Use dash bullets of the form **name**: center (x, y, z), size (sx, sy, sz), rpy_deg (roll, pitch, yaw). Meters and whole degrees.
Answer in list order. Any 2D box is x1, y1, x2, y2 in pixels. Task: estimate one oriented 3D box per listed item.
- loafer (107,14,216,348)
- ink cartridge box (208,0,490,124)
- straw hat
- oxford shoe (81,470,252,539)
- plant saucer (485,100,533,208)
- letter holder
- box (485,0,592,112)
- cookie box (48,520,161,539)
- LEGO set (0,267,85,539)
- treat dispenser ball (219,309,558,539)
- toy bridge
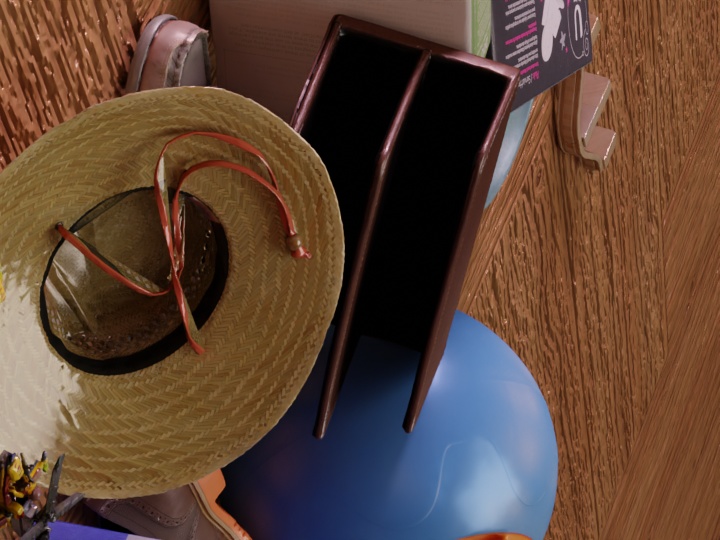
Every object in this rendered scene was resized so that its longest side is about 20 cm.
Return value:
- **loafer**: center (-0.085, -0.028, 1.196), size (0.072, 0.062, 0.201), rpy_deg (-39, 139, -60)
- **ink cartridge box**: center (-0.006, -0.117, 1.235), size (0.048, 0.144, 0.201), rpy_deg (-65, 160, -45)
- **straw hat**: center (-0.109, -0.002, 1.096), size (0.085, 0.200, 0.203), rpy_deg (-134, -133, -60)
- **oxford shoe**: center (-0.107, 0.146, 1.282), size (0.073, 0.071, 0.200), rpy_deg (-47, 147, -19)
- **plant saucer**: center (0.084, -0.140, 1.661), size (0.200, 0.036, 0.202), rpy_deg (13, 90, -72)
- **letter holder**: center (0.000, 0.000, 1.201), size (0.143, 0.100, 0.201), rpy_deg (-68, 174, -48)
- **box**: center (0.043, -0.152, 1.345), size (0.200, 0.131, 0.116), rpy_deg (-33, 119, -66)
- **cookie box**: center (-0.091, 0.229, 1.197), size (0.075, 0.170, 0.201), rpy_deg (-67, 160, -46)
- **LEGO set**: center (-0.174, 0.088, 0.929), size (0.200, 0.115, 0.155), rpy_deg (-45, 144, -58)
- **treat dispenser ball**: center (0.016, 0.115, 1.381), size (0.201, 0.199, 0.202), rpy_deg (14, 90, -72)
- **toy bridge**: center (0.187, -0.133, 1.985), size (0.200, 0.027, 0.068), rpy_deg (70, 40, -59)
